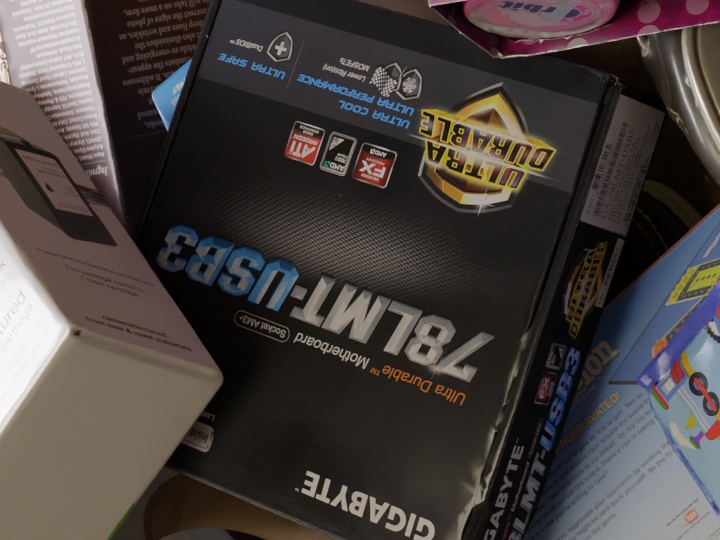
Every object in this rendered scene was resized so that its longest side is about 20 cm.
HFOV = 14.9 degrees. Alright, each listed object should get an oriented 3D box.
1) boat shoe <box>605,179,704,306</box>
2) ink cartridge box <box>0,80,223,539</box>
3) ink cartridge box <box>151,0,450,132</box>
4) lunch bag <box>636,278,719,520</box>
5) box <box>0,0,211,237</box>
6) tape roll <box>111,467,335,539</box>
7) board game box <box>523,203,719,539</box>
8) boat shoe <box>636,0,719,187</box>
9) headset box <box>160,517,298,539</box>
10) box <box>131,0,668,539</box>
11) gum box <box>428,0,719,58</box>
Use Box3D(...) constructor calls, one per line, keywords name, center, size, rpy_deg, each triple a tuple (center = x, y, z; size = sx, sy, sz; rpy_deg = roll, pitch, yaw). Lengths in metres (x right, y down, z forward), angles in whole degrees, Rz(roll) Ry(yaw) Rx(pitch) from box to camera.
Box3D(name="boat shoe", center=(0.126, 0.063, 1.092), size=(0.073, 0.065, 0.201), rpy_deg=(-25, 82, 47))
Box3D(name="ink cartridge box", center=(-0.161, 0.027, 1.105), size=(0.146, 0.084, 0.200), rpy_deg=(-55, 45, 17))
Box3D(name="ink cartridge box", center=(0.007, -0.022, 1.142), size=(0.116, 0.067, 0.201), rpy_deg=(-37, 62, 22))
Box3D(name="lunch bag", center=(0.194, 0.044, 0.969), size=(0.200, 0.094, 0.151), rpy_deg=(-49, 62, 29))
Box3D(name="box", center=(-0.105, -0.108, 1.260), size=(0.075, 0.100, 0.201), rpy_deg=(-9, 94, 48))
Box3D(name="tape roll", center=(-0.046, 0.131, 1.192), size=(0.203, 0.202, 0.037), rpy_deg=(41, 127, 31))
Box3D(name="board game box", center=(0.133, 0.046, 1.047), size=(0.200, 0.019, 0.103), rpy_deg=(-43, 69, 13))
Box3D(name="boat shoe", center=(0.129, -0.106, 1.038), size=(0.057, 0.067, 0.201), rpy_deg=(128, 131, -60))
Box3D(name="headset box", center=(-0.039, 0.186, 1.289), size=(0.200, 0.075, 0.149), rpy_deg=(43, 128, 30))
Box3D(name="box", center=(0.000, 0.000, 1.073), size=(0.199, 0.050, 0.199), rpy_deg=(20, 91, 35))
Box3D(name="gum box", center=(0.125, -0.152, 0.967), size=(0.199, 0.066, 0.114), rpy_deg=(-8, 73, 26))
